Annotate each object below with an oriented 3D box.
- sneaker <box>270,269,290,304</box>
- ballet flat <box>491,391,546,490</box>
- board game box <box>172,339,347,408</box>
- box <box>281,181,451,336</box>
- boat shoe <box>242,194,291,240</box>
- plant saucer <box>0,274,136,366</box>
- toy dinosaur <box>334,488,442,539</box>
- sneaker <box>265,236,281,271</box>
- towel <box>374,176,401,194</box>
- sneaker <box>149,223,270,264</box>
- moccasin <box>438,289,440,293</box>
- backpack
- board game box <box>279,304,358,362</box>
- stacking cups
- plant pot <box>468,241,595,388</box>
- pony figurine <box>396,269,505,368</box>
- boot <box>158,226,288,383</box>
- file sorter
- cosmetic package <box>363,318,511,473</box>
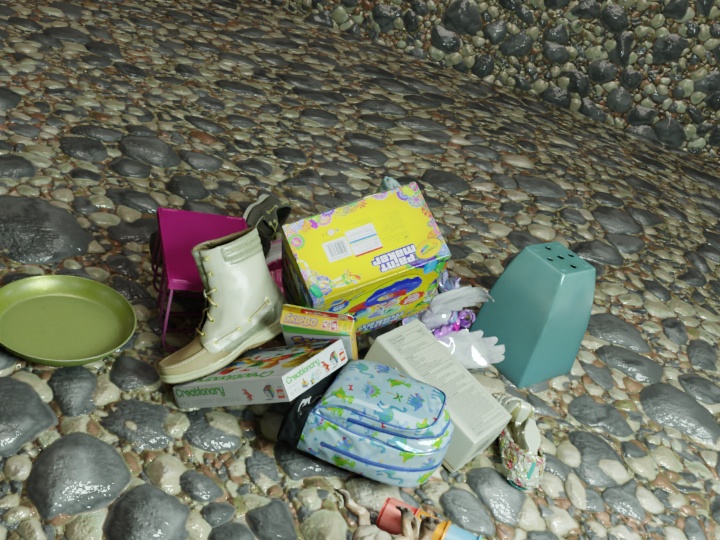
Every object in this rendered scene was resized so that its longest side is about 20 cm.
[{"bbox_3d":[-0.079,0.054,1.286,0.198,0.088,0.082,4,65,-2],"label":"sneaker"},{"bbox_3d":[0.231,0.229,1.175,0.075,0.064,0.201,17,28,-13],"label":"ballet flat"},{"bbox_3d":[-0.131,0.135,1.055,0.199,0.035,0.126,-11,11,36],"label":"board game box"},{"bbox_3d":[0.000,0.000,1.153,0.198,0.193,0.123,-19,68,-13],"label":"box"},{"bbox_3d":[-0.175,-0.087,1.493,0.060,0.073,0.202,13,25,3],"label":"boat shoe"},{"bbox_3d":[-0.413,0.073,1.126,0.198,0.031,0.201,14,30,-8],"label":"plant saucer"},{"bbox_3d":[0.022,0.321,0.874,0.199,0.137,0.085,29,-21,-35],"label":"toy dinosaur"},{"bbox_3d":[-0.098,-0.031,1.425,0.198,0.082,0.088,-9,37,-35],"label":"sneaker"},{"bbox_3d":[0.037,-0.052,1.443,0.048,0.172,0.201,21,25,-24],"label":"towel"},{"bbox_3d":[-0.249,-0.053,1.373,0.198,0.078,0.089,1,13,-2],"label":"sneaker"},{"bbox_3d":[0.098,0.003,1.497,0.068,0.081,0.201,-11,54,-38],"label":"moccasin"},{"bbox_3d":[0.020,0.196,1.057,0.199,0.154,0.163,35,24,7],"label":"backpack"},{"bbox_3d":[-0.053,0.101,1.112,0.094,0.201,0.030,9,62,7],"label":"board game box"},{"bbox_3d":[0.114,0.322,0.948,0.198,0.061,0.061,24,29,12],"label":"stacking cups"},{"bbox_3d":[0.295,0.062,1.358,0.140,0.202,0.141,-10,38,-39],"label":"plant pot"},{"bbox_3d":[0.124,0.079,1.319,0.191,0.168,0.201,-15,32,9],"label":"pony figurine"},{"bbox_3d":[-0.198,0.045,1.078,0.199,0.156,0.072,-28,23,-21],"label":"boot"},{"bbox_3d":[-0.237,0.016,1.222,0.138,0.126,0.201,6,32,-22],"label":"file sorter"},{"bbox_3d":[0.104,0.173,1.153,0.103,0.073,0.200,-18,56,-47],"label":"cosmetic package"}]
